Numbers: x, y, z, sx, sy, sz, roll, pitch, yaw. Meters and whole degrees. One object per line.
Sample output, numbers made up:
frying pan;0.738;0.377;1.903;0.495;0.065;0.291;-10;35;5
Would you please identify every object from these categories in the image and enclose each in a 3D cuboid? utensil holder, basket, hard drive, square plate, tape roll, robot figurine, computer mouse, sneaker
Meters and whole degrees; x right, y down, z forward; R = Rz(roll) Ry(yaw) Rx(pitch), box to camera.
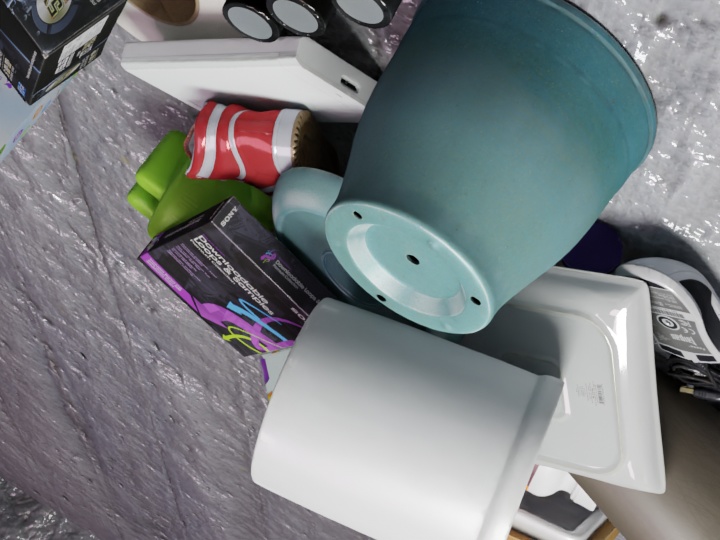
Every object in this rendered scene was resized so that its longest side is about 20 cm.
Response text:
utensil holder;0.036;0.129;1.099;0.199;0.171;0.170;21;153;7
basket;0.262;0.170;1.230;0.200;0.180;0.136;41;137;6
hard drive;-0.083;-0.154;1.160;0.199;0.026;0.132;5;167;40
square plate;0.147;0.085;1.154;0.197;0.028;0.201;10;124;35
tape roll;-0.164;-0.251;1.148;0.202;0.037;0.203;28;154;15
robot figurine;-0.122;-0.045;1.359;0.199;0.116;0.176;35;146;-1
computer mouse;0.269;0.044;1.130;0.109;0.044;0.200;15;154;44
sneaker;-0.085;-0.090;1.233;0.112;0.072;0.200;8;162;12

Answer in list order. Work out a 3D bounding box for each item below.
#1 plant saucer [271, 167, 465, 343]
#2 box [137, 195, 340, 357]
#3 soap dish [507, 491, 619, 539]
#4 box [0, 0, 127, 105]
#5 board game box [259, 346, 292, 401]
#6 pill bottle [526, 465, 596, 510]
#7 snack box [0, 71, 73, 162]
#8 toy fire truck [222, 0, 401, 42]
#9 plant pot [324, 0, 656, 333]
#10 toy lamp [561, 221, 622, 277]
plant saucer;0.000;0.000;1.154;0.199;0.027;0.201;33;155;17
box;-0.107;0.011;1.251;0.143;0.036;0.200;44;154;-14
soap dish;0.175;0.241;1.409;0.157;0.200;0.082;21;111;24
box;-0.284;-0.242;1.170;0.164;0.086;0.200;53;164;-7
board game box;-0.013;0.117;1.381;0.102;0.106;0.200;-14;176;13
pill bottle;0.153;0.142;1.352;0.199;0.113;0.113;29;154;13
snack box;-0.384;-0.184;1.338;0.168;0.201;0.068;37;155;-7
toy fire truck;-0.060;-0.266;0.926;0.175;0.129;0.200;4;151;47
plant pot;0.078;-0.067;0.995;0.199;0.188;0.201;27;153;15
toy lamp;0.179;0.033;1.199;0.058;0.058;0.200;27;153;16
